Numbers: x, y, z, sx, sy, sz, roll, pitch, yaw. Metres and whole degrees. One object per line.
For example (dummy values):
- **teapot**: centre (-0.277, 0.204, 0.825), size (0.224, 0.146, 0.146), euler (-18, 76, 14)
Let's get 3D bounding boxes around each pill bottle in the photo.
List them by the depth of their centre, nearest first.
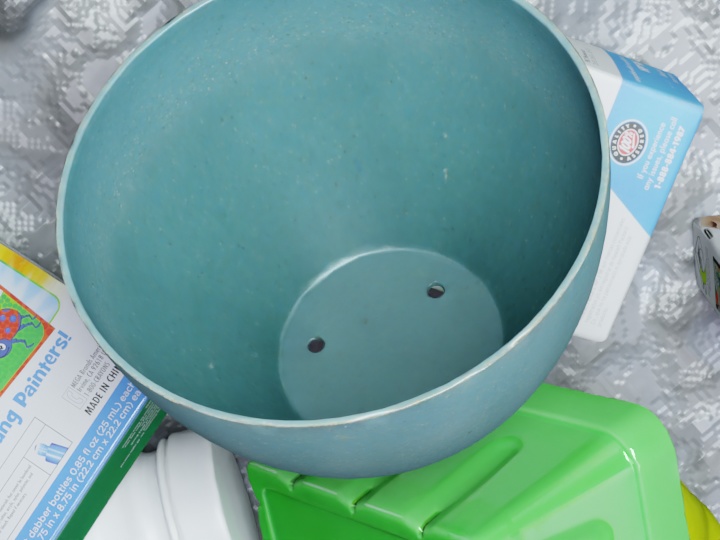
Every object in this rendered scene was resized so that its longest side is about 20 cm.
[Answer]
- **pill bottle**: centre (-0.149, 0.137, 0.849), size (0.200, 0.112, 0.113), euler (-17, 107, 3)

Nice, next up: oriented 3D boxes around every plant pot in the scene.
- **plant pot**: centre (0.000, 0.000, 0.718), size (0.200, 0.200, 0.135), euler (-15, 147, 3)

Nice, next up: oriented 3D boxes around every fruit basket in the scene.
- **fruit basket**: centre (0.082, 0.111, 0.829), size (0.215, 0.216, 0.156), euler (-12, 107, 2)

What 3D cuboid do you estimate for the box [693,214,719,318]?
- **box**: centre (0.255, -0.006, 0.819), size (0.200, 0.110, 0.035), euler (-7, 107, 1)

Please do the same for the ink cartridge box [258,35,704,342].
- **ink cartridge box**: centre (0.031, -0.059, 0.817), size (0.200, 0.068, 0.116), euler (19, 107, -8)

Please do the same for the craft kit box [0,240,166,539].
- **craft kit box**: centre (-0.206, 0.071, 0.793), size (0.197, 0.049, 0.200), euler (33, 83, 11)
